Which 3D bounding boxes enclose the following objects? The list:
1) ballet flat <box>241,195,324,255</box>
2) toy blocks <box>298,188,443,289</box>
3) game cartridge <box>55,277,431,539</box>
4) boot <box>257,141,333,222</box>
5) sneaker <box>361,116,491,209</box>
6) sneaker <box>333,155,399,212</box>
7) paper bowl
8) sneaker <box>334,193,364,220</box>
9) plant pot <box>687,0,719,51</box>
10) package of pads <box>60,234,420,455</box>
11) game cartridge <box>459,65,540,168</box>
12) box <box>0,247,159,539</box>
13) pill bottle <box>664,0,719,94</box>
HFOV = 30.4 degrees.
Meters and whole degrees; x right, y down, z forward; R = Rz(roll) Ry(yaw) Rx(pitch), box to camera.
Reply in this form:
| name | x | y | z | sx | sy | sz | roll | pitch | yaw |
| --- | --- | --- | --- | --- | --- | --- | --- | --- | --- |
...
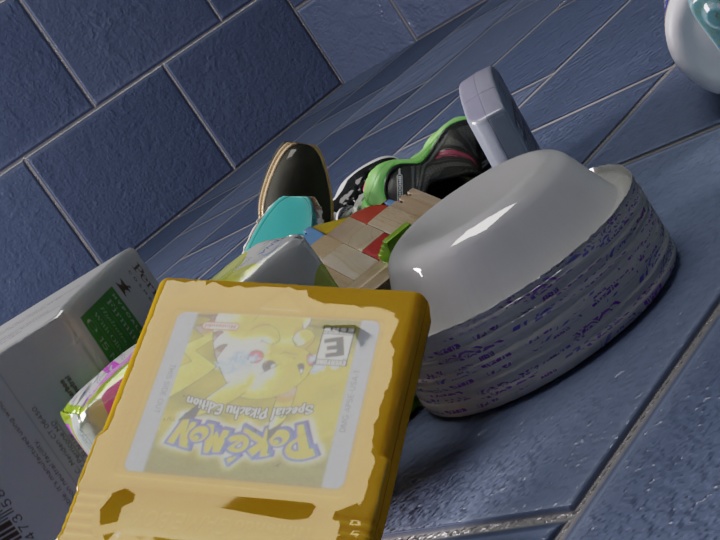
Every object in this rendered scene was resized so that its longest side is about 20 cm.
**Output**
| name | x | y | z | sx | sy | sz | roll | pitch | yaw |
| --- | --- | --- | --- | --- | --- | --- | --- | --- | --- |
| ballet flat | -0.080 | 0.030 | 1.164 | 0.202 | 0.071 | 0.072 | -69 | 15 | -3 |
| toy blocks | 0.000 | 0.000 | 1.042 | 0.200 | 0.100 | 0.136 | -39 | 34 | -19 |
| game cartridge | -0.062 | 0.090 | 0.754 | 0.175 | 0.033 | 0.201 | 3 | 47 | 15 |
| boot | -0.051 | -0.016 | 1.249 | 0.077 | 0.202 | 0.138 | 1 | 8 | -14 |
| sneaker | 0.080 | -0.079 | 1.216 | 0.200 | 0.083 | 0.077 | -37 | -34 | -43 |
| sneaker | -0.008 | -0.046 | 1.477 | 0.200 | 0.073 | 0.112 | -45 | 15 | -7 |
| paper bowl | 0.099 | -0.003 | 0.877 | 0.200 | 0.105 | 0.201 | -32 | 12 | 8 |
| sneaker | 0.024 | -0.038 | 1.299 | 0.199 | 0.081 | 0.076 | -15 | 19 | 50 |
| plant pot | 0.321 | -0.204 | 0.865 | 0.195 | 0.197 | 0.200 | -19 | 28 | 54 |
| package of pads | -0.080 | 0.088 | 0.881 | 0.200 | 0.155 | 0.068 | -39 | 12 | -22 |
| game cartridge | 0.130 | -0.109 | 1.149 | 0.040 | 0.134 | 0.200 | -24 | 12 | 11 |
| box | -0.214 | 0.130 | 0.986 | 0.199 | 0.200 | 0.171 | -30 | 11 | 13 |
| pill bottle | 0.318 | -0.226 | 1.132 | 0.115 | 0.116 | 0.200 | -30 | 11 | 21 |
